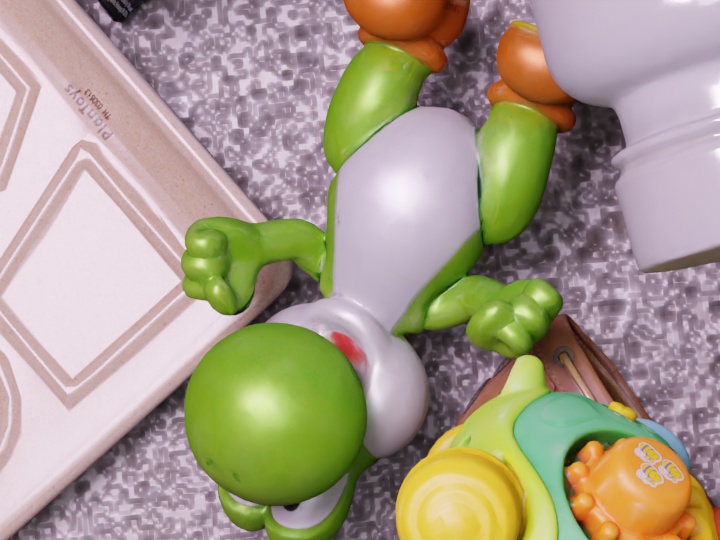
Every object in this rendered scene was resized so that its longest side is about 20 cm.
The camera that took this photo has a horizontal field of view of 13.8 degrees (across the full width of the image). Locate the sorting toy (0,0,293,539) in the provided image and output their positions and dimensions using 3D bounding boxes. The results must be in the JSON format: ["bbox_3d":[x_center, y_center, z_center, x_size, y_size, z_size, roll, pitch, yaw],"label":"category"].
[{"bbox_3d":[-0.151,-0.004,1.060,0.200,0.036,0.185,-42,84,5],"label":"sorting toy"}]

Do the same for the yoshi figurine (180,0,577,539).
[{"bbox_3d":[0.001,0.002,0.989,0.112,0.112,0.200,19,96,-34],"label":"yoshi figurine"}]

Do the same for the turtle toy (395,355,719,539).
[{"bbox_3d":[0.077,0.124,0.929,0.101,0.146,0.200,-11,91,6],"label":"turtle toy"}]

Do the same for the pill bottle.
[{"bbox_3d":[0.104,-0.106,0.911,0.114,0.114,0.200,-14,85,3],"label":"pill bottle"}]

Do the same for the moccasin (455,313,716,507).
[{"bbox_3d":[0.125,0.097,1.015,0.201,0.074,0.078,45,100,15],"label":"moccasin"}]

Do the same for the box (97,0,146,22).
[{"bbox_3d":[-0.106,-0.206,1.018,0.115,0.132,0.200,-37,83,1],"label":"box"}]
